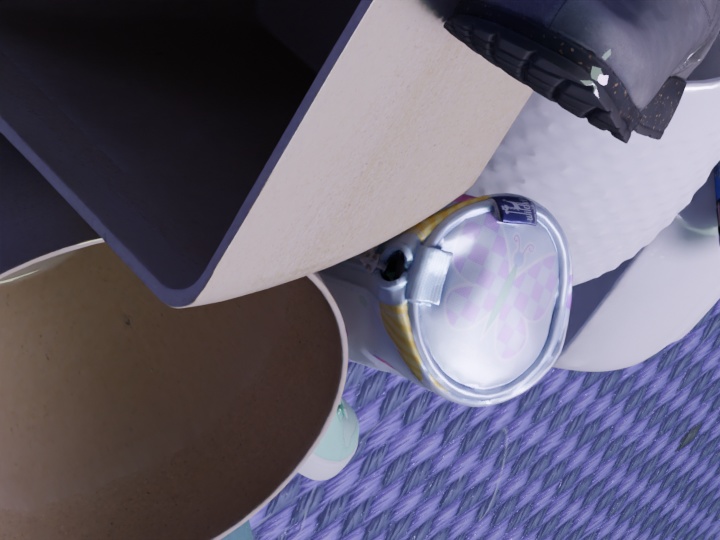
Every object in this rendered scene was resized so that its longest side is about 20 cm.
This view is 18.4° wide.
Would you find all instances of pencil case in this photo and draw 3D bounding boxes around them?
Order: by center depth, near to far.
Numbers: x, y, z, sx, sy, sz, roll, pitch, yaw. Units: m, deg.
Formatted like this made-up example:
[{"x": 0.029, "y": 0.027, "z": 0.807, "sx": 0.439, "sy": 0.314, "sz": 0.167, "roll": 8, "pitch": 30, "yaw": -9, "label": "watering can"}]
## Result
[{"x": 0.000, "y": 0.000, "z": 0.924, "sx": 0.090, "sy": 0.200, "sz": 0.084, "roll": 1, "pitch": 97, "yaw": -32, "label": "pencil case"}]

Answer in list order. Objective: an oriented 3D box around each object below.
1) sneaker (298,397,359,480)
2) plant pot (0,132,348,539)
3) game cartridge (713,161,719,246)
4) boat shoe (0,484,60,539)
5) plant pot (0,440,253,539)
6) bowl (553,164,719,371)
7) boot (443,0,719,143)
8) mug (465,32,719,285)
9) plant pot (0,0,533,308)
[{"x": -0.018, "y": 0.043, "z": 1.210, "sx": 0.118, "sy": 0.074, "sz": 0.200, "roll": -44, "pitch": 154, "yaw": 4, "label": "sneaker"}, {"x": -0.121, "y": 0.014, "z": 0.861, "sx": 0.199, "sy": 0.135, "sz": 0.201, "roll": -17, "pitch": 140, "yaw": -15, "label": "plant pot"}, {"x": 0.206, "y": -0.092, "z": 1.115, "sx": 0.038, "sy": 0.202, "sz": 0.130, "roll": 1, "pitch": 165, "yaw": -11, "label": "game cartridge"}, {"x": -0.208, "y": 0.144, "z": 0.952, "sx": 0.199, "sy": 0.071, "sz": 0.069, "roll": -17, "pitch": 150, "yaw": 15, "label": "boat shoe"}, {"x": -0.132, "y": 0.125, "z": 1.034, "sx": 0.135, "sy": 0.199, "sz": 0.201, "roll": -66, "pitch": 179, "yaw": -53, "label": "plant pot"}, {"x": 0.181, "y": -0.049, "z": 1.279, "sx": 0.200, "sy": 0.074, "sz": 0.201, "roll": 119, "pitch": -14, "yaw": -54, "label": "bowl"}, {"x": 0.097, "y": -0.114, "z": 0.719, "sx": 0.132, "sy": 0.070, "sz": 0.200, "roll": -58, "pitch": 172, "yaw": 11, "label": "boot"}, {"x": 0.095, "y": -0.099, "z": 1.024, "sx": 0.147, "sy": 0.201, "sz": 0.176, "roll": 9, "pitch": 140, "yaw": -11, "label": "mug"}, {"x": -0.019, "y": -0.121, "z": 0.787, "sx": 0.177, "sy": 0.200, "sz": 0.200, "roll": 3, "pitch": 124, "yaw": -54, "label": "plant pot"}]
